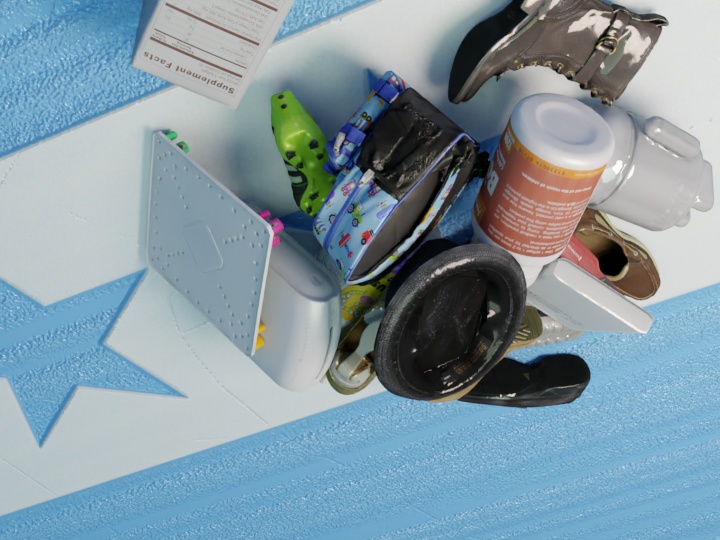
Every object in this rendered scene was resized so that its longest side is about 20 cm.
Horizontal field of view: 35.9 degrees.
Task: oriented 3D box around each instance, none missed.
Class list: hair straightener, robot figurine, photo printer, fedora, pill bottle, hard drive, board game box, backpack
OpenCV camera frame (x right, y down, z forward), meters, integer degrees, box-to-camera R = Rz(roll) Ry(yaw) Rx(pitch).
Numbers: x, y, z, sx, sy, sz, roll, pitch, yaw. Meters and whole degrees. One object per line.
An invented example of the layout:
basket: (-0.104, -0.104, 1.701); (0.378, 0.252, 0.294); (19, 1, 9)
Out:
hair straightener: (0.269, 0.003, 1.330); (0.199, 0.077, 0.041); (35, 81, -27)
robot figurine: (0.302, -0.115, 1.245); (0.198, 0.114, 0.170); (18, 145, -19)
photo printer: (-0.104, 0.037, 1.313); (0.069, 0.200, 0.167); (-27, 147, -39)
fedora: (0.082, 0.040, 1.196); (0.199, 0.092, 0.202); (-15, 129, -19)
pill bottle: (0.000, 0.000, 1.341); (0.104, 0.105, 0.200); (31, 125, -28)
hard drive: (0.250, 0.032, 1.331); (0.131, 0.200, 0.027); (32, 82, -9)
board game box: (-0.171, -0.031, 1.266); (0.026, 0.200, 0.201); (-29, 147, -37)
backpack: (0.026, -0.086, 1.172); (0.134, 0.182, 0.201); (40, 100, 10)
pill bottle: (0.183, -0.078, 1.183); (0.111, 0.113, 0.201); (9, 133, -11)

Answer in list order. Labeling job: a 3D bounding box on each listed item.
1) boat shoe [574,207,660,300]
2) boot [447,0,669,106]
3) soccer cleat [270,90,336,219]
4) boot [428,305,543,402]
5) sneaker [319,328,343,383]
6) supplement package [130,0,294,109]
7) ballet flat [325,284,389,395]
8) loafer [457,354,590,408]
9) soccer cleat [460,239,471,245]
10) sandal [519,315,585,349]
boat shoe: (0.306, -0.011, 1.369); (0.074, 0.075, 0.202); (-36, 126, 27)
boot: (0.207, -0.220, 1.173); (0.173, 0.070, 0.200); (26, 124, -24)
soccer cleat: (-0.057, -0.127, 1.249); (0.067, 0.082, 0.200); (-20, 154, 0)
boot: (0.112, 0.112, 1.382); (0.173, 0.067, 0.200); (2, 153, -28)
sneaker: (0.007, 0.101, 1.407); (0.070, 0.081, 0.199); (38, 144, -27)
supplement package: (-0.128, -0.280, 1.062); (0.116, 0.118, 0.201); (20, 129, -21)
ballet flat: (0.004, 0.092, 1.313); (0.070, 0.071, 0.200); (21, 130, -21)
loafer: (0.216, 0.165, 1.534); (0.197, 0.073, 0.073); (0, 138, -2)
soccer cleat: (0.110, 0.006, 1.371); (0.081, 0.068, 0.200); (27, 129, -26)
sandal: (0.205, 0.068, 1.460); (0.200, 0.050, 0.083); (1, 150, -22)
